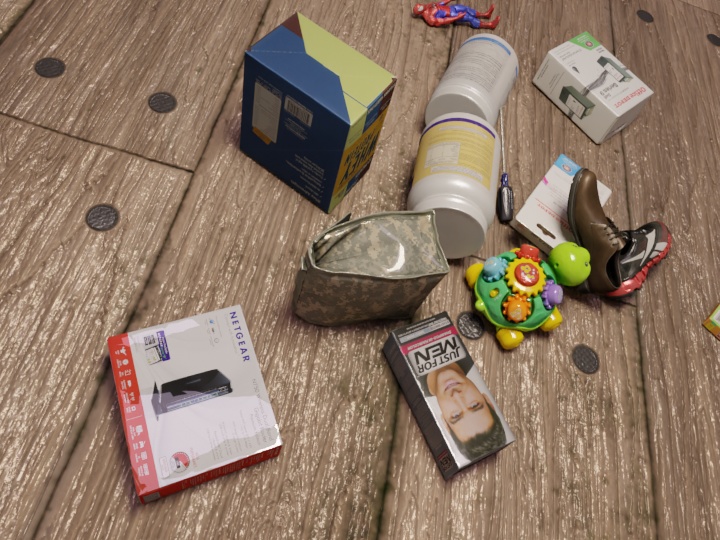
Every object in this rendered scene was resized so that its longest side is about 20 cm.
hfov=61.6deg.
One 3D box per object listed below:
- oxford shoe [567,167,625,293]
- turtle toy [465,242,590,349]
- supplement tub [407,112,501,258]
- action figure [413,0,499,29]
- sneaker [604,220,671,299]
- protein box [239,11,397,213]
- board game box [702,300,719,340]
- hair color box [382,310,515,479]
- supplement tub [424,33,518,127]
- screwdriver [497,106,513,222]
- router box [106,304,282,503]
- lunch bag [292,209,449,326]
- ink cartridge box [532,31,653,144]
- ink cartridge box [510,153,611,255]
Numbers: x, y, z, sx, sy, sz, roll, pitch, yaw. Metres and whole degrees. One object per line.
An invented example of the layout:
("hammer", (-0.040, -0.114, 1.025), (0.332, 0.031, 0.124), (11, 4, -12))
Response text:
("oxford shoe", (0.381, -0.064, 0.956), (0.072, 0.083, 0.206), (-25, 107, -37))
("turtle toy", (0.264, 0.019, 0.936), (0.195, 0.102, 0.148), (-20, 65, -14))
("supplement tub", (0.153, -0.139, 0.988), (0.141, 0.147, 0.204), (17, 56, -3))
("action figure", (0.207, -0.565, 1.320), (0.194, 0.052, 0.067), (-5, 64, -14))
("sneaker", (0.471, -0.041, 1.040), (0.199, 0.070, 0.099), (-39, 107, -29))
("protein box", (-0.075, -0.245, 0.960), (0.196, 0.202, 0.135), (35, 57, 9))
("board game box", (0.690, 0.134, 1.033), (0.095, 0.030, 0.200), (-34, 70, -28))
("hair color box", (0.119, 0.169, 0.844), (0.097, 0.061, 0.203), (-17, 65, -23))
("supplement tub", (0.211, -0.334, 1.130), (0.130, 0.133, 0.202), (28, 56, 4))
("screwdriver", (0.257, -0.188, 1.069), (0.028, 0.028, 0.207), (4, 84, -21))
("router box", (-0.212, 0.161, 0.770), (0.175, 0.049, 0.204), (-14, 64, -21))
("lunch bag", (0.000, 0.000, 0.853), (0.194, 0.165, 0.121), (-6, 66, -18))
("ink cartridge box", (0.482, -0.381, 1.256), (0.144, 0.085, 0.201), (-32, 72, -28))
("ink cartridge box", (0.343, -0.098, 1.058), (0.114, 0.068, 0.200), (38, 57, 9))
